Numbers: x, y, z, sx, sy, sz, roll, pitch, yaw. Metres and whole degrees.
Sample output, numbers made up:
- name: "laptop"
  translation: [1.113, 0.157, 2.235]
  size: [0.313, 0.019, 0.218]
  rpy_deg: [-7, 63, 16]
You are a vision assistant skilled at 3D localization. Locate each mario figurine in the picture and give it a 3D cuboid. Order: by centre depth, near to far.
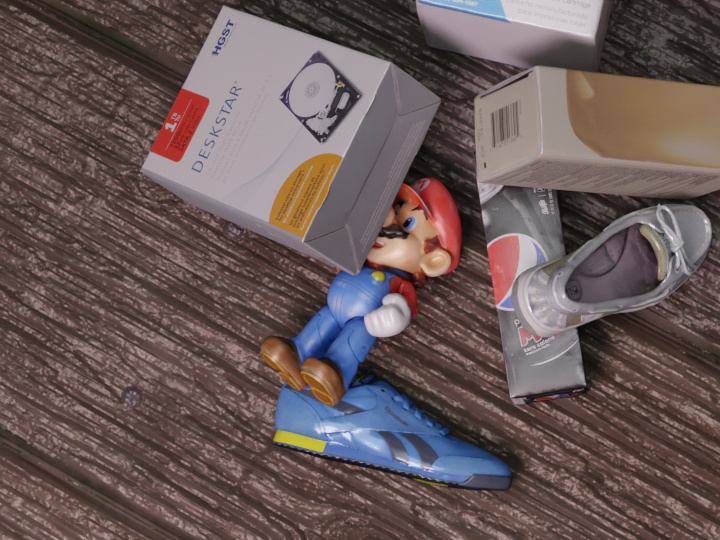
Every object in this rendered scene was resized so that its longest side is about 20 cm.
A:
- name: "mario figurine"
  translation: [0.000, 0.000, 1.713]
  size: [0.123, 0.106, 0.200]
  rpy_deg: [34, 71, 10]

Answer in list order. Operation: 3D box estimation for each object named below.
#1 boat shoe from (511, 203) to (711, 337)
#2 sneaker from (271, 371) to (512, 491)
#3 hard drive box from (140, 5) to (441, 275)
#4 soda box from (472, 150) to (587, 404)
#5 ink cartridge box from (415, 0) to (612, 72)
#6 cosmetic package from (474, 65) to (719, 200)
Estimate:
- name: "boat shoe"
  translation: [0.207, -0.004, 1.683]
  size: [0.201, 0.065, 0.075]
  rpy_deg: [-19, 89, -34]
- name: "sneaker"
  translation: [0.029, 0.125, 1.729]
  size: [0.198, 0.066, 0.079]
  rpy_deg: [14, 80, 9]
- name: "hard drive box"
  translation: [-0.057, -0.105, 1.719]
  size: [0.199, 0.077, 0.157]
  rpy_deg: [22, 84, 42]
- name: "soda box"
  translation: [0.136, 0.002, 1.729]
  size: [0.063, 0.071, 0.202]
  rpy_deg: [-9, 81, 6]
- name: "ink cartridge box"
  translation: [0.140, -0.276, 1.728]
  size: [0.145, 0.146, 0.202]
  rpy_deg: [13, 83, 8]
- name: "cosmetic package"
  translation: [0.197, -0.104, 1.676]
  size: [0.198, 0.105, 0.072]
  rpy_deg: [4, 78, -27]
